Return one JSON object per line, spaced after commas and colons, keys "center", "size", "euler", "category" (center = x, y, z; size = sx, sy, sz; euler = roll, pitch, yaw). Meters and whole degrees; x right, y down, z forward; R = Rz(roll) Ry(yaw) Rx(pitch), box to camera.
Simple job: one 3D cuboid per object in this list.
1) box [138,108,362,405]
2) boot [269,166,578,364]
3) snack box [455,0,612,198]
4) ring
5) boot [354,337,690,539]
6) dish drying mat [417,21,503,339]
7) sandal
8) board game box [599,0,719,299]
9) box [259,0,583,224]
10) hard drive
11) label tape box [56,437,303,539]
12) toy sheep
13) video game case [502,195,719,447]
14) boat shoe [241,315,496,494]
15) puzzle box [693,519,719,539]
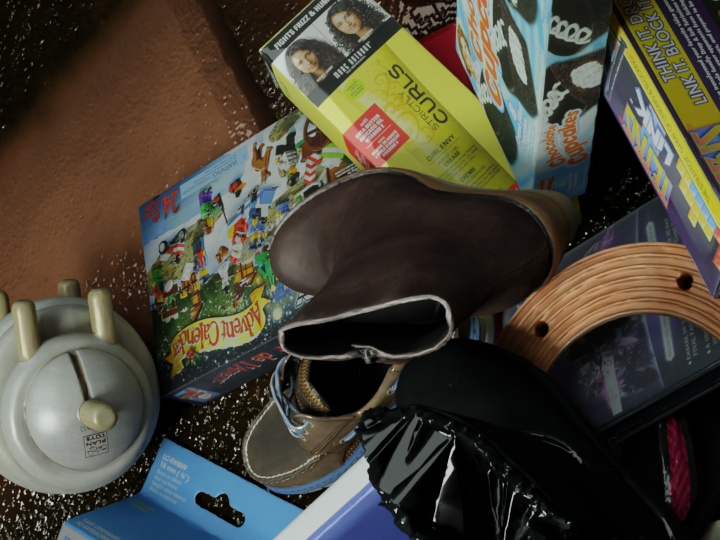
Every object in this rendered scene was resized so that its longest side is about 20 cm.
{"center": [-0.054, -0.015, 1.154], "size": [0.199, 0.038, 0.138], "euler": [-28, 60, 35], "category": "box"}
{"center": [0.000, 0.000, 0.940], "size": [0.198, 0.166, 0.073], "euler": [-6, 105, 34], "category": "boot"}
{"center": [0.085, -0.131, 0.939], "size": [0.037, 0.201, 0.117], "euler": [-18, 62, -7], "category": "snack box"}
{"center": [0.139, 0.087, 0.897], "size": [0.199, 0.019, 0.203], "euler": [-7, 78, 34], "category": "ring"}
{"center": [0.054, 0.088, 0.846], "size": [0.198, 0.162, 0.074], "euler": [41, 104, 33], "category": "boot"}
{"center": [0.047, -0.045, 1.105], "size": [0.076, 0.018, 0.202], "euler": [-21, 65, 37], "category": "dish drying mat"}
{"center": [0.143, 0.116, 0.933], "size": [0.075, 0.045, 0.201], "euler": [3, 60, 48], "category": "sandal"}
{"center": [0.208, -0.098, 0.906], "size": [0.164, 0.057, 0.201], "euler": [-15, 58, -12], "category": "board game box"}
{"center": [0.033, -0.077, 1.060], "size": [0.075, 0.050, 0.200], "euler": [-41, 69, -4], "category": "box"}
{"center": [-0.010, 0.170, 1.010], "size": [0.200, 0.131, 0.025], "euler": [-44, 53, 20], "category": "hard drive"}
{"center": [-0.133, 0.215, 1.140], "size": [0.143, 0.063, 0.202], "euler": [20, 90, 40], "category": "label tape box"}
{"center": [-0.190, 0.078, 1.176], "size": [0.139, 0.137, 0.200], "euler": [-71, 17, -2], "category": "toy sheep"}
{"center": [0.157, 0.015, 0.961], "size": [0.199, 0.019, 0.144], "euler": [-34, 33, 27], "category": "video game case"}
{"center": [-0.014, 0.066, 1.073], "size": [0.200, 0.072, 0.073], "euler": [-42, 57, 33], "category": "boat shoe"}
{"center": [0.173, 0.197, 0.924], "size": [0.199, 0.025, 0.134], "euler": [-21, 64, 33], "category": "puzzle box"}
